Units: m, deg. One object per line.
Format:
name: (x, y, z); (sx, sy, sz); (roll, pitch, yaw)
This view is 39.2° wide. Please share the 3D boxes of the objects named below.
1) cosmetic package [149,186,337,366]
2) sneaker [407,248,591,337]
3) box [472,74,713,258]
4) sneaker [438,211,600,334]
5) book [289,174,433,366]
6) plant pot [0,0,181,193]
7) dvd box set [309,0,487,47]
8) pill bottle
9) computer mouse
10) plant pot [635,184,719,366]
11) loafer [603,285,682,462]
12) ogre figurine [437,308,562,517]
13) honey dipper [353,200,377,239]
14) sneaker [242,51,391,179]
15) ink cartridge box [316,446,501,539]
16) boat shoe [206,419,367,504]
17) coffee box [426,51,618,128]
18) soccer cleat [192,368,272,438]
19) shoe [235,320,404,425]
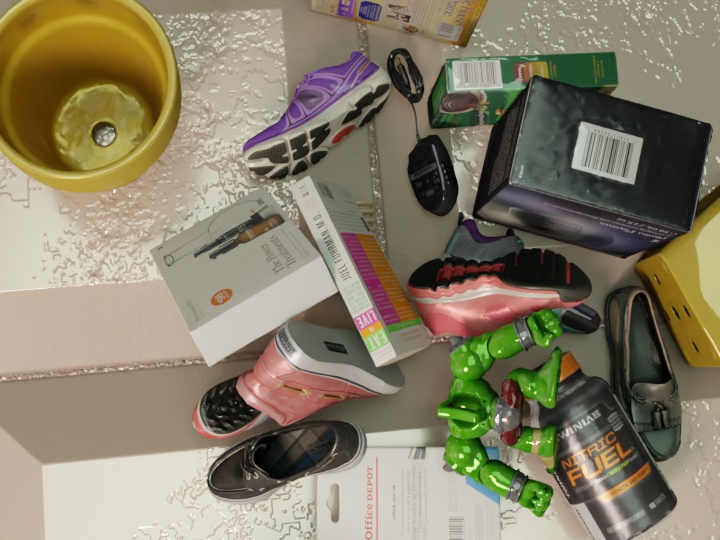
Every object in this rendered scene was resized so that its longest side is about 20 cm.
cosmetic package: (-0.129, -0.001, 1.065); (0.149, 0.200, 0.052); (-32, 123, -8)
sneaker: (0.152, 0.032, 1.091); (0.197, 0.074, 0.088); (-2, 123, 22)
box: (0.244, -0.103, 1.107); (0.196, 0.198, 0.126); (15, 83, -2)
sneaker: (0.189, 0.001, 1.151); (0.197, 0.074, 0.089); (23, 75, 0)
book: (0.000, 0.000, 1.066); (0.048, 0.133, 0.203); (-28, 81, 13)
plant pot: (-0.284, -0.171, 1.075); (0.197, 0.189, 0.205); (1, 80, -5)
dvd box set: (0.043, -0.318, 1.151); (0.196, 0.146, 0.030); (13, 78, -2)
pill bottle: (0.251, 0.191, 1.107); (0.105, 0.106, 0.202); (-30, 84, -9)
computer mouse: (0.074, -0.162, 1.173); (0.034, 0.058, 0.204); (-12, 86, -37)
plant pot: (0.422, 0.004, 1.117); (0.174, 0.200, 0.202); (-28, 84, 0)
loafer: (0.322, 0.117, 1.147); (0.071, 0.063, 0.204); (-11, 82, -7)
ogre figurine: (0.145, 0.141, 1.042); (0.118, 0.098, 0.204); (5, 114, 17)
honey dipper: (0.006, 0.023, 1.151); (0.037, 0.038, 0.204); (-5, 85, -6)
sneaker: (-0.058, -0.180, 1.167); (0.199, 0.081, 0.084); (-36, 69, -17)
ink cartridge box: (0.049, 0.251, 1.098); (0.196, 0.068, 0.118); (1, 79, -5)
boat shoe: (-0.089, 0.197, 1.053); (0.197, 0.066, 0.071); (-16, 67, 26)
coffee box: (0.183, -0.205, 1.158); (0.196, 0.123, 0.045); (-4, 80, -7)
soccer cleat: (-0.093, 0.130, 1.111); (0.198, 0.073, 0.069); (-21, 83, -27)
shoe: (-0.040, 0.114, 1.064); (0.091, 0.199, 0.072); (-44, 55, 20)
